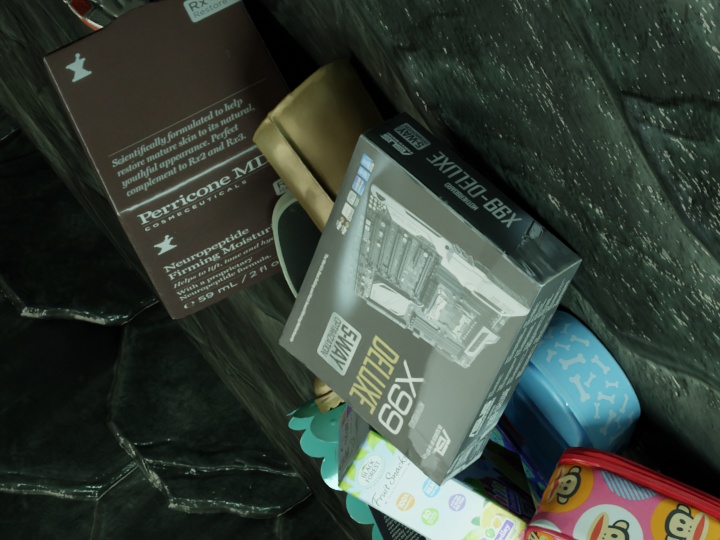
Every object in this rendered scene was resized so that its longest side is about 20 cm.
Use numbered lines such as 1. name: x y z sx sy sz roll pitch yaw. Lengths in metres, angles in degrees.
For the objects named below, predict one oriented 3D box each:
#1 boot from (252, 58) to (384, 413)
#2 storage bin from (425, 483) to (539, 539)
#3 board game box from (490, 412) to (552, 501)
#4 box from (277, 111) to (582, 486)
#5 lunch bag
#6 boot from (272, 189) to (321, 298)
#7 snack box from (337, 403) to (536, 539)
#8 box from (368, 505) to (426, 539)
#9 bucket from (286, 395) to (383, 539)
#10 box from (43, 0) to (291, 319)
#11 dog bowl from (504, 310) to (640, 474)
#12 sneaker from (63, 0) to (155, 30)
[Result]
1. boot: -0.014 -0.022 1.466 0.201 0.175 0.066 55 -156 8
2. storage bin: 0.134 0.300 1.577 0.199 0.093 0.201 -117 9 -65
3. board game box: 0.124 0.133 1.678 0.152 0.045 0.200 52 170 7
4. box: 0.041 0.021 1.340 0.158 0.050 0.201 42 134 19
5. lunch bag: 0.203 0.202 1.357 0.175 0.082 0.200 22 160 16
6. boot: 0.000 0.000 1.648 0.201 0.072 0.144 55 -163 -17
7. snack box: 0.054 0.147 1.490 0.142 0.053 0.200 29 -172 -5
8. box: 0.110 0.256 1.781 0.148 0.104 0.200 39 -169 -29
9. bucket: 0.038 0.176 1.955 0.208 0.134 0.207 51 171 12
10. box: -0.131 -0.097 1.638 0.165 0.165 0.200 62 176 26
11. dog bowl: 0.146 0.092 1.429 0.112 0.049 0.200 51 170 16
12. sneaker: -0.222 -0.240 1.919 0.200 0.077 0.082 51 176 15
